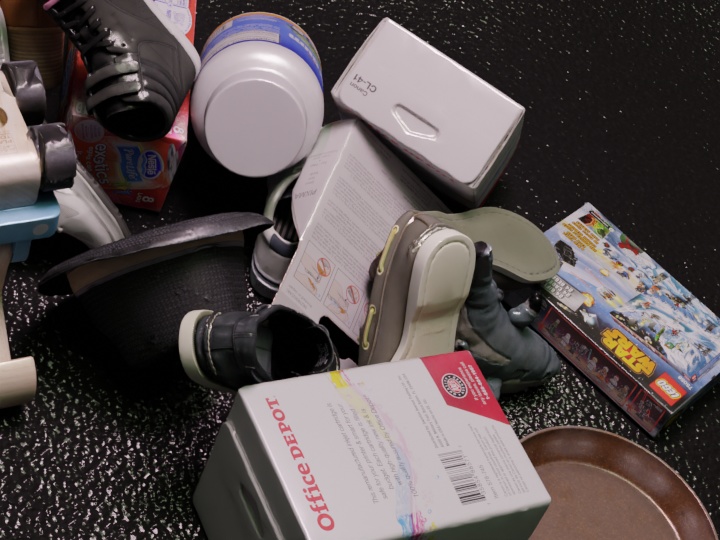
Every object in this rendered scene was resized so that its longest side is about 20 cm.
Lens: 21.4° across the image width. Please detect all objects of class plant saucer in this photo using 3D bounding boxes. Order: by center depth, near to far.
[{"bbox_3d":[0.189,0.213,1.505,0.199,0.035,0.201,13,47,-14],"label":"plant saucer"}]

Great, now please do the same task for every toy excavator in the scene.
[{"bbox_3d":[-0.270,-0.025,1.387,0.099,0.200,0.195,-11,55,-26],"label":"toy excavator"}]

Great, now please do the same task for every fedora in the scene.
[{"bbox_3d":[-0.147,0.023,1.440,0.200,0.200,0.092,-12,84,-33],"label":"fedora"}]

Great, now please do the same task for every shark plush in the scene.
[{"bbox_3d":[0.109,0.033,1.537,0.083,0.200,0.091,-17,40,2],"label":"shark plush"}]

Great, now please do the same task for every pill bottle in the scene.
[{"bbox_3d":[-0.086,-0.144,1.597,0.112,0.112,0.200,18,18,-9],"label":"pill bottle"}]

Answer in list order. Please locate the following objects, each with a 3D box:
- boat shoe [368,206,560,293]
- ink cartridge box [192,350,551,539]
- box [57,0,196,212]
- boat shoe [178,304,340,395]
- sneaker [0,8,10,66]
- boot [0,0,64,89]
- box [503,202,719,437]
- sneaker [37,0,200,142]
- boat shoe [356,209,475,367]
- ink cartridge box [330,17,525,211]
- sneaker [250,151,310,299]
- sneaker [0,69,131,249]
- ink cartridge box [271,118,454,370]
[{"bbox_3d":[0.087,-0.009,1.580,0.201,0.061,0.072,4,54,-48],"label":"boat shoe"},{"bbox_3d":[0.003,0.167,1.379,0.199,0.145,0.146,-7,53,-29],"label":"ink cartridge box"},{"bbox_3d":[-0.200,-0.158,1.618,0.099,0.096,0.201,12,47,-14],"label":"box"},{"bbox_3d":[-0.054,0.061,1.389,0.199,0.066,0.075,27,60,-59],"label":"boat shoe"},{"bbox_3d":[-0.325,-0.118,1.547,0.073,0.118,0.201,-2,85,-35],"label":"sneaker"},{"bbox_3d":[-0.280,-0.250,1.589,0.073,0.155,0.200,-6,22,-22],"label":"boot"},{"bbox_3d":[0.228,0.040,1.677,0.200,0.040,0.137,44,46,17],"label":"box"},{"bbox_3d":[-0.202,-0.178,1.473,0.200,0.071,0.099,42,38,-35],"label":"sneaker"},{"bbox_3d":[0.033,0.051,1.478,0.072,0.202,0.060,-5,30,-40],"label":"boat shoe"},{"bbox_3d":[0.061,-0.128,1.642,0.147,0.200,0.086,34,86,4],"label":"ink cartridge box"},{"bbox_3d":[-0.044,-0.063,1.622,0.073,0.071,0.201,18,45,-9],"label":"sneaker"},{"bbox_3d":[-0.272,-0.058,1.483,0.115,0.201,0.076,-42,29,-7],"label":"sneaker"},{"bbox_3d":[0.000,0.000,1.564,0.161,0.050,0.201,43,56,-29],"label":"ink cartridge box"}]
